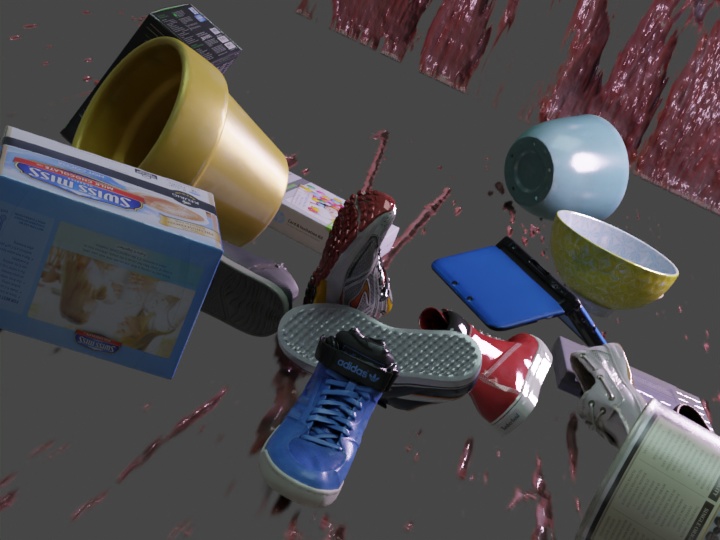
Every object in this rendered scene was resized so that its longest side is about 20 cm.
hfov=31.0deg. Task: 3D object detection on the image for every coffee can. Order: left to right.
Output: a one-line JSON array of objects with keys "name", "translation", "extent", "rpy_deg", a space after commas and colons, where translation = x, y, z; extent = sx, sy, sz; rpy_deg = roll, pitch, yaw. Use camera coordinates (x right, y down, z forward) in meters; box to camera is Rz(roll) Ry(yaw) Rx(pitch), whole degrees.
[{"name": "coffee can", "translation": [0.308, 0.224, 1.127], "extent": [0.199, 0.148, 0.146], "rpy_deg": [30, 18, 17]}]

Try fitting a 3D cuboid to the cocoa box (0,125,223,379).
[{"name": "cocoa box", "translation": [-0.233, -0.016, 1.112], "extent": [0.198, 0.135, 0.131], "rpy_deg": [19, 19, -18]}]

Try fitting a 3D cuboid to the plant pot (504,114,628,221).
[{"name": "plant pot", "translation": [0.356, -0.180, 2.345], "extent": [0.160, 0.203, 0.200], "rpy_deg": [-6, 32, -38]}]

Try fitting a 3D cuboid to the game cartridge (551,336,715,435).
[{"name": "game cartridge", "translation": [0.328, 0.150, 1.577], "extent": [0.198, 0.039, 0.130], "rpy_deg": [24, 13, -2]}]

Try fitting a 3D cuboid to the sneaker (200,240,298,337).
[{"name": "sneaker", "translation": [-0.156, -0.005, 1.317], "extent": [0.199, 0.075, 0.106], "rpy_deg": [34, 12, -1]}]

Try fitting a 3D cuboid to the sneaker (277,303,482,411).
[{"name": "sneaker", "translation": [0.016, 0.090, 1.256], "extent": [0.197, 0.079, 0.080], "rpy_deg": [12, -29, 6]}]

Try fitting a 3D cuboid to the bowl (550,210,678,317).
[{"name": "bowl", "translation": [0.358, 0.004, 1.923], "extent": [0.198, 0.109, 0.200], "rpy_deg": [22, 18, -7]}]

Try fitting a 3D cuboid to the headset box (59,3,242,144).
[{"name": "headset box", "translation": [-0.255, -0.213, 1.579], "extent": [0.093, 0.200, 0.174], "rpy_deg": [40, 18, -3]}]

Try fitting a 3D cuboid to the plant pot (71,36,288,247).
[{"name": "plant pot", "translation": [-0.188, -0.122, 1.423], "extent": [0.188, 0.202, 0.201], "rpy_deg": [31, 9, -38]}]

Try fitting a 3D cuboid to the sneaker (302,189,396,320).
[{"name": "sneaker", "translation": [0.000, 0.000, 1.277], "extent": [0.081, 0.201, 0.078], "rpy_deg": [15, 46, -8]}]

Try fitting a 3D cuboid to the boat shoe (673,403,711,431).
[{"name": "boat shoe", "translation": [0.359, 0.209, 1.382], "extent": [0.070, 0.071, 0.200], "rpy_deg": [21, 19, -14]}]

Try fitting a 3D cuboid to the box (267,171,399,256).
[{"name": "box", "translation": [-0.061, -0.070, 1.680], "extent": [0.198, 0.042, 0.156], "rpy_deg": [29, 18, 9]}]

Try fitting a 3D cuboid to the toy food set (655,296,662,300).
[{"name": "toy food set", "translation": [0.413, -0.011, 2.148], "extent": [0.198, 0.049, 0.198], "rpy_deg": [19, 18, -19]}]

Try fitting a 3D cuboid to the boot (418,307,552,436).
[{"name": "boot", "translation": [0.128, 0.078, 1.382], "extent": [0.144, 0.072, 0.200], "rpy_deg": [44, 20, -1]}]

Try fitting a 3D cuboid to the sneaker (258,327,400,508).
[{"name": "sneaker", "translation": [-0.022, 0.110, 1.071], "extent": [0.076, 0.112, 0.200], "rpy_deg": [26, 17, 5]}]

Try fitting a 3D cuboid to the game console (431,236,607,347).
[{"name": "game console", "translation": [0.214, 0.050, 1.741], "extent": [0.171, 0.118, 0.200], "rpy_deg": [51, -1, -35]}]

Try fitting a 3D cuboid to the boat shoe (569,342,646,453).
[{"name": "boat shoe", "translation": [0.274, 0.156, 1.436], "extent": [0.068, 0.072, 0.201], "rpy_deg": [-3, 31, -4]}]
